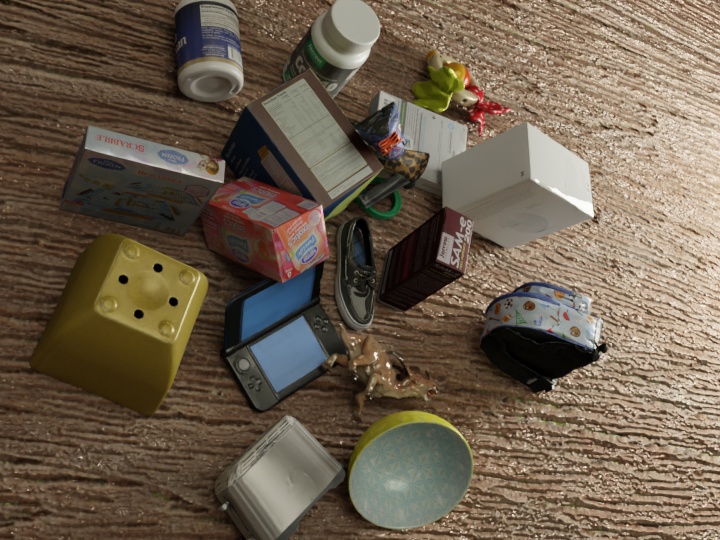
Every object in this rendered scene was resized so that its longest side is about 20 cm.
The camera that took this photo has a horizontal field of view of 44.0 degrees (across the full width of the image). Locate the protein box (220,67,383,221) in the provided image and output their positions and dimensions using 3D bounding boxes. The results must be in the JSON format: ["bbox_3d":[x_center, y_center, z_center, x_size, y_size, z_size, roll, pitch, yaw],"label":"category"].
[{"bbox_3d":[-0.102,-0.180,1.461,0.135,0.199,0.200,-36,89,-26],"label":"protein box"}]

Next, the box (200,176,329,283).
[{"bbox_3d":[-0.153,-0.067,1.388,0.102,0.200,0.095,-30,126,-35],"label":"box"}]

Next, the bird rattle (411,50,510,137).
[{"bbox_3d":[0.202,-0.372,1.786,0.199,0.113,0.164,10,49,-28],"label":"bird rattle"}]

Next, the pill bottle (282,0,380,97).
[{"bbox_3d":[-0.052,-0.388,1.585,0.113,0.200,0.114,11,64,-24],"label":"pill bottle"}]

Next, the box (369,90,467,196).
[{"bbox_3d":[0.108,-0.239,1.708,0.199,0.041,0.157,17,63,-21],"label":"box"}]

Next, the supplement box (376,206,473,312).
[{"bbox_3d":[0.108,-0.015,1.515,0.061,0.200,0.109,23,60,-19],"label":"supplement box"}]

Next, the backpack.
[{"bbox_3d":[0.316,0.107,1.595,0.190,0.200,0.155,16,57,-15],"label":"backpack"}]

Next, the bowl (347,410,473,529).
[{"bbox_3d":[0.069,0.295,1.406,0.199,0.201,0.108,22,17,-19],"label":"bowl"}]

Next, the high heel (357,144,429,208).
[{"bbox_3d":[0.019,-0.225,1.527,0.142,0.071,0.200,-32,93,2],"label":"high heel"}]

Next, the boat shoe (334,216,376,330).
[{"bbox_3d":[0.000,0.000,1.530,0.070,0.066,0.201,10,65,-25],"label":"boat shoe"}]

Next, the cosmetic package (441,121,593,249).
[{"bbox_3d":[0.287,-0.151,1.644,0.200,0.199,0.124,21,59,-40],"label":"cosmetic package"}]

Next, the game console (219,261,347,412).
[{"bbox_3d":[-0.109,0.096,1.395,0.200,0.118,0.171,-30,88,-34],"label":"game console"}]

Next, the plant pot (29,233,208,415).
[{"bbox_3d":[-0.320,0.059,1.248,0.194,0.200,0.196,26,58,-17],"label":"plant pot"}]

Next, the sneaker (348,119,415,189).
[{"bbox_3d":[0.008,-0.200,1.597,0.200,0.080,0.074,35,13,1],"label":"sneaker"}]

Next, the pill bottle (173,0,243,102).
[{"bbox_3d":[-0.263,-0.402,1.528,0.111,0.111,0.201,3,68,-28],"label":"pill bottle"}]

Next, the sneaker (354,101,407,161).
[{"bbox_3d":[0.043,-0.214,1.408,0.075,0.200,0.079,-33,94,7],"label":"sneaker"}]

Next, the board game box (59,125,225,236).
[{"bbox_3d":[-0.327,-0.127,1.323,0.199,0.199,0.041,12,64,-25],"label":"board game box"}]

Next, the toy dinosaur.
[{"bbox_3d":[0.024,0.153,1.457,0.135,0.086,0.200,-42,102,-36],"label":"toy dinosaur"}]

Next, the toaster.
[{"bbox_3d":[-0.117,0.306,1.309,0.129,0.114,0.200,49,57,0],"label":"toaster"}]

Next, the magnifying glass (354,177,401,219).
[{"bbox_3d":[-0.014,-0.154,1.618,0.199,0.022,0.080,24,59,-20],"label":"magnifying glass"}]
